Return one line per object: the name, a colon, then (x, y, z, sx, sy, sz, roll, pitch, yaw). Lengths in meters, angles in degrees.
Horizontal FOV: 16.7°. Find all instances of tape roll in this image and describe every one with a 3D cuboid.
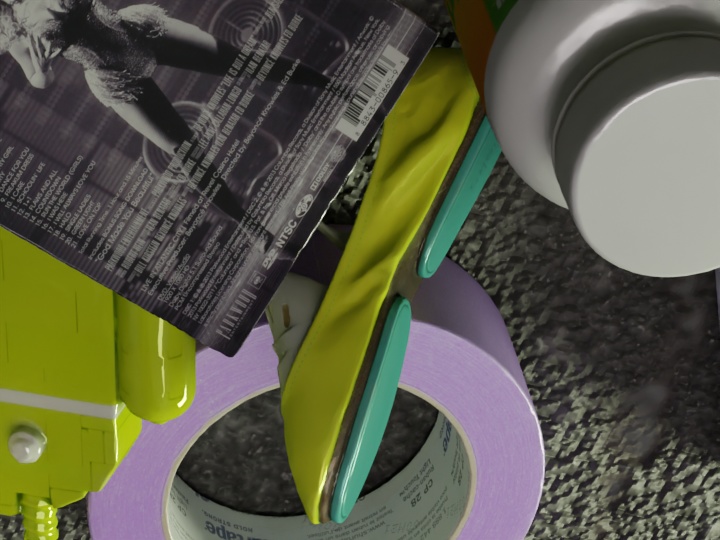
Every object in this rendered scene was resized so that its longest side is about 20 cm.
tape roll: (-0.022, 0.079, 1.077, 0.199, 0.066, 0.201, -5, 127, -7)

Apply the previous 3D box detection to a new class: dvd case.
dvd case: (-0.086, -0.076, 0.891, 0.200, 0.016, 0.149, 31, 93, -28)

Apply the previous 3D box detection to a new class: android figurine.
android figurine: (-0.151, 0.019, 0.980, 0.181, 0.041, 0.201, 9, 116, 12)

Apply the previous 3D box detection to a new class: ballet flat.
ballet flat: (0.000, 0.000, 0.972, 0.067, 0.201, 0.067, 20, 168, 11)

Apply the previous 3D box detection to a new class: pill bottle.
pill bottle: (0.092, -0.090, 0.887, 0.110, 0.200, 0.112, -6, 128, -8)

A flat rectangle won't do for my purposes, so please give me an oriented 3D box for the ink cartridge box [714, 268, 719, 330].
ink cartridge box: (0.268, 0.047, 1.100, 0.199, 0.084, 0.145, -12, 128, -2)
